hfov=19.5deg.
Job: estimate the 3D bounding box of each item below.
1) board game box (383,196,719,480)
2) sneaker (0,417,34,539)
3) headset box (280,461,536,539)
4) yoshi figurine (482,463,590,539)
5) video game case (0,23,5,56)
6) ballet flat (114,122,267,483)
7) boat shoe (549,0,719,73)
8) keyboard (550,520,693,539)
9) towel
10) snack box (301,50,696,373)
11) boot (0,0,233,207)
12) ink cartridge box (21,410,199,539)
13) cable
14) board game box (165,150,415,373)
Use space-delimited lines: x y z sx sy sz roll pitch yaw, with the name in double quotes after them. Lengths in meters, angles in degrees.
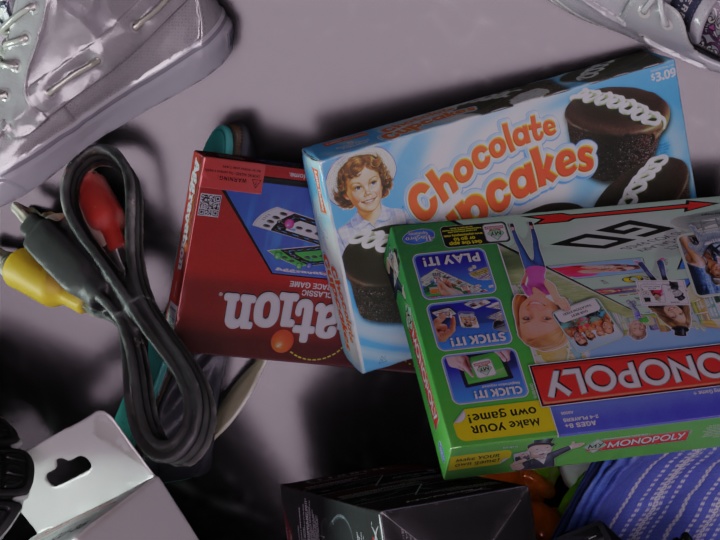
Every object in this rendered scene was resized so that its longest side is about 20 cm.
0.123 0.029 1.024 0.199 0.135 0.029 -6 141 -12 "board game box"
-0.222 0.108 1.085 0.075 0.200 0.092 16 112 -23 "sneaker"
0.023 0.175 1.015 0.077 0.200 0.150 -8 90 -15 "headset box"
0.150 0.065 1.107 0.200 0.112 0.113 -37 88 0 "yoshi figurine"
-0.177 -0.202 1.104 0.200 0.018 0.143 -42 97 8 "video game case"
-0.076 0.022 1.125 0.073 0.073 0.201 18 97 -3 "ballet flat"
0.172 -0.137 1.085 0.199 0.069 0.072 30 100 -5 "boat shoe"
0.146 0.170 1.080 0.104 0.040 0.200 -21 142 21 "keyboard"
0.186 0.131 1.090 0.199 0.024 0.145 1 131 -28 "towel"
0.077 -0.032 1.088 0.199 0.037 0.117 -17 109 -13 "snack box"
-0.169 -0.107 1.083 0.199 0.074 0.096 -33 117 -4 "boot"
-0.122 0.182 1.053 0.116 0.067 0.201 -29 95 42 "ink cartridge box"
-0.117 0.013 1.078 0.097 0.050 0.200 -48 60 6 "cable"
0.000 0.000 1.102 0.199 0.019 0.104 6 103 -23 "board game box"
